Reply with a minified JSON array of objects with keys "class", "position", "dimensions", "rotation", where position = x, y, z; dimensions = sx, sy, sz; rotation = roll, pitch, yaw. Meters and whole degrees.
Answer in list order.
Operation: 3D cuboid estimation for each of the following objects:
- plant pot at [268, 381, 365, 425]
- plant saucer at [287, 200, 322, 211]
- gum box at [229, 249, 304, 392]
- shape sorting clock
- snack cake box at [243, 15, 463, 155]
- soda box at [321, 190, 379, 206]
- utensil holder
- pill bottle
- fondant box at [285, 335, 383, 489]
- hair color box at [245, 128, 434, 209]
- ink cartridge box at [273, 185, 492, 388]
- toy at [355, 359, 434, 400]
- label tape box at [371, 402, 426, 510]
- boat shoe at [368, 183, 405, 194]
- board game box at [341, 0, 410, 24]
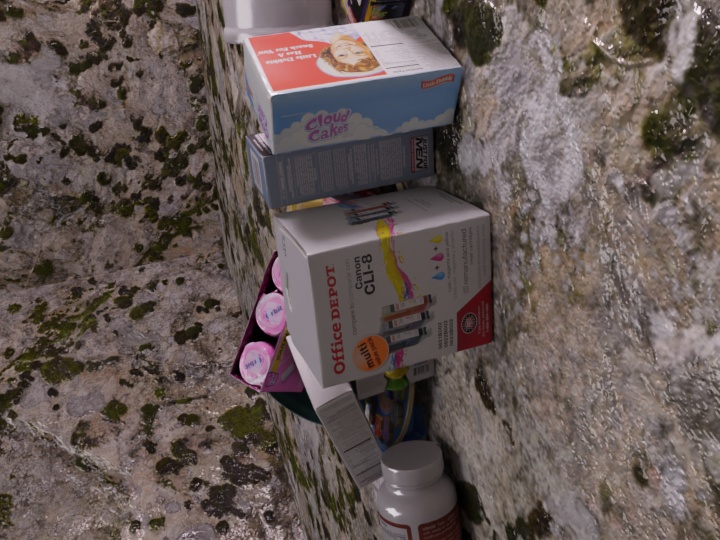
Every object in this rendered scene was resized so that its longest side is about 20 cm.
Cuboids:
[{"class":"plant pot","position":[-0.062,0.160,1.135],"dimensions":[0.202,0.197,0.136],"rotation":[100,-166,-52]},{"class":"plant saucer","position":[-0.093,-0.151,0.990],"dimensions":[0.200,0.047,0.204],"rotation":[115,140,-73]},{"class":"gum box","position":[-0.105,0.074,0.972],"dimensions":[0.065,0.113,0.204],"rotation":[20,90,28]},{"class":"shape sorting clock","position":[0.039,0.159,0.979],"dimensions":[0.200,0.038,0.205],"rotation":[180,90,-73]},{"class":"snack cake box","position":[-0.010,-0.191,0.662],"dimensions":[0.068,0.196,0.116],"rotation":[95,156,-47]},{"class":"soda box","position":[-0.018,0.000,0.833],"dimensions":[0.063,0.069,0.204],"rotation":[27,120,30]},{"class":"utensil holder","position":[-0.124,-0.440,0.937],"dimensions":[0.170,0.166,0.204],"rotation":[-131,35,-59]},{"class":"pill bottle","position":[0.081,0.342,0.883],"dimensions":[0.112,0.110,0.205],"rotation":[-157,57,-70]},{"class":"fondant box","position":[-0.030,0.191,0.926],"dimensions":[0.145,0.057,0.202],"rotation":[-121,9,-49]},{"class":"hair color box","position":[-0.024,-0.132,0.749],"dimensions":[0.099,0.196,0.062],"rotation":[-131,32,-58]},{"class":"ink cartridge box","position":[0.021,0.009,0.697],"dimensions":[0.145,0.196,0.149],"rotation":[-136,37,-62]},{"class":"toy","position":[0.035,0.056,0.828],"dimensions":[0.047,0.113,0.204],"rotation":[-141,41,-61]},{"class":"label tape box","position":[0.059,0.299,1.013],"dimensions":[0.144,0.062,0.205],"rotation":[-169,68,-72]},{"class":"boat shoe","position":[0.017,-0.119,0.857],"dimensions":[0.072,0.065,0.206],"rotation":[166,93,-74]},{"class":"board game box","position":[0.008,-0.385,0.720],"dimensions":[0.166,0.055,0.204],"rotation":[117,139,-62]}]
